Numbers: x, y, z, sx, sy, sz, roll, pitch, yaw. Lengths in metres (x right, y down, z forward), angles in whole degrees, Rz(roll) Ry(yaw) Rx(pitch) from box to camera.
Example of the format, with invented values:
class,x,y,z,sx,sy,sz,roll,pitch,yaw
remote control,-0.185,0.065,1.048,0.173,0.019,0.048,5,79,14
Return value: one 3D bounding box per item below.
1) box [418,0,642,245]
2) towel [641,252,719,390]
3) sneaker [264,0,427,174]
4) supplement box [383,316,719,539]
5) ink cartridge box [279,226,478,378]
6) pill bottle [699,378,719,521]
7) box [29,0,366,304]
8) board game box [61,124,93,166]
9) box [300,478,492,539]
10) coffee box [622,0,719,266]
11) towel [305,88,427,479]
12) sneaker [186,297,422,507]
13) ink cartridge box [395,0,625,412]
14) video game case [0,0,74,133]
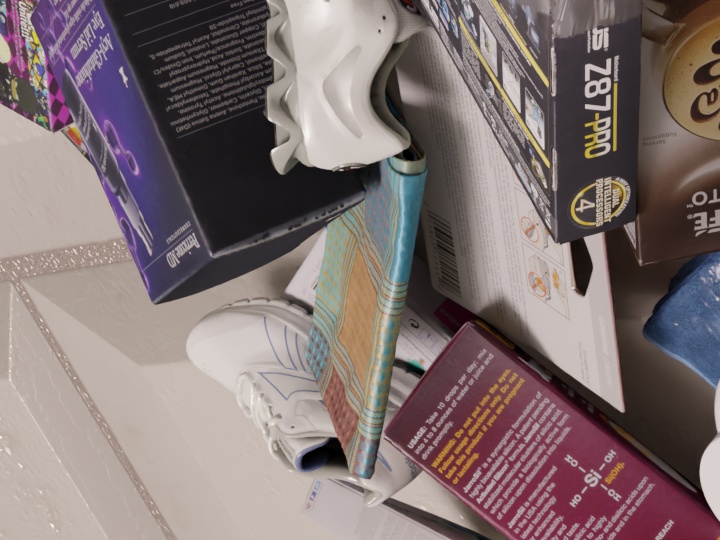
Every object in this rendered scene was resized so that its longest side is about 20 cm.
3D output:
class,x,y,z,sx,sy,sz,roll,pitch,yaw
box,0.074,-0.137,1.009,0.162,0.049,0.200,82,168,-47
towel,0.250,0.065,1.145,0.200,0.049,0.112,45,148,4
sneaker,-0.008,-0.154,1.139,0.088,0.074,0.201,-2,103,14
supplement box,0.118,0.121,1.251,0.200,0.086,0.110,38,-176,4
ink cartridge box,-0.003,0.053,1.406,0.119,0.042,0.200,43,141,6
pill bottle,0.244,0.049,1.011,0.112,0.200,0.113,27,139,26
box,-0.099,-0.098,1.245,0.201,0.104,0.148,66,158,4
board game box,-0.174,-0.114,1.445,0.200,0.023,0.105,47,142,2
box,0.067,0.186,1.351,0.144,0.037,0.200,24,178,-30
coffee box,0.170,-0.112,0.998,0.080,0.112,0.201,-106,5,-52
towel,0.000,0.000,1.243,0.147,0.022,0.201,-116,32,-61
sneaker,-0.038,0.082,1.365,0.199,0.087,0.075,23,138,29
ink cartridge box,0.094,-0.043,1.179,0.176,0.045,0.201,34,145,44
video game case,-0.256,-0.212,1.397,0.181,0.036,0.201,30,136,34
